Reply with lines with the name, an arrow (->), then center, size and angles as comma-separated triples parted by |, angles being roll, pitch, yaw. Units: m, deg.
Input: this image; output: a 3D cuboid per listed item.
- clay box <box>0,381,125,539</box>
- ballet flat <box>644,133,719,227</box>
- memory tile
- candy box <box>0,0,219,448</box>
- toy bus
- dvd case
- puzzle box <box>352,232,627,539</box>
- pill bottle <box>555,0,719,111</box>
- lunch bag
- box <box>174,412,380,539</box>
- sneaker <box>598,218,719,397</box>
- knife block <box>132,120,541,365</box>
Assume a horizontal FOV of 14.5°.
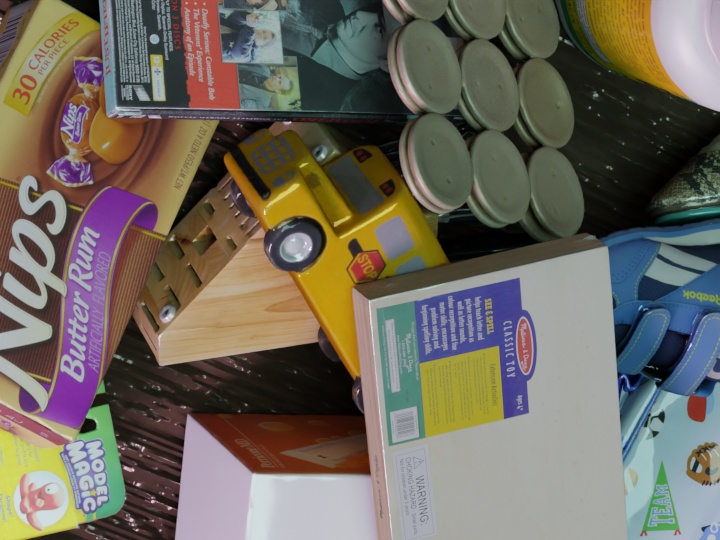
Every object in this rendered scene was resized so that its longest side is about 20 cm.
clay box -> -0.229, 0.091, 1.463 | 0.200, 0.048, 0.115 | -11, 92, -18
ballet flat -> 0.246, -0.054, 1.610 | 0.200, 0.068, 0.075 | 5, 79, -26
memory tile -> 0.059, -0.118, 1.471 | 0.153, 0.017, 0.200 | 10, 68, -50
candy box -> -0.162, -0.025, 1.435 | 0.117, 0.056, 0.200 | 31, 71, -22
toy bus -> 0.006, 0.008, 1.449 | 0.078, 0.065, 0.200 | -31, 126, -2
dvd case -> -0.039, -0.147, 1.465 | 0.200, 0.022, 0.146 | -1, 78, -22
puzzle box -> 0.070, 0.088, 1.447 | 0.133, 0.025, 0.200 | -12, 111, -18
pill bottle -> 0.188, -0.143, 1.486 | 0.113, 0.200, 0.113 | -5, 104, -19
lunch bag -> 0.186, 0.127, 1.618 | 0.160, 0.076, 0.200 | 26, 93, -21
box -> 0.013, 0.139, 1.530 | 0.200, 0.124, 0.098 | 2, 101, -21
sneaker -> 0.164, 0.025, 1.512 | 0.200, 0.082, 0.074 | -12, 152, -33
knife block -> 0.000, 0.000, 1.521 | 0.200, 0.064, 0.176 | -46, 124, 8
